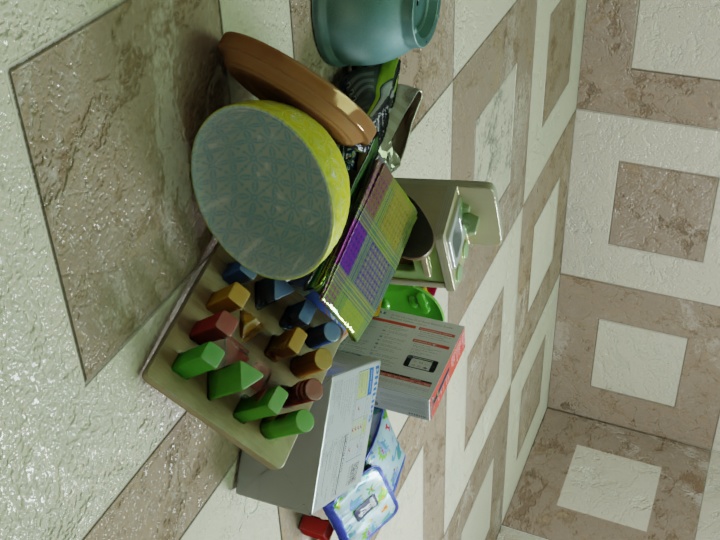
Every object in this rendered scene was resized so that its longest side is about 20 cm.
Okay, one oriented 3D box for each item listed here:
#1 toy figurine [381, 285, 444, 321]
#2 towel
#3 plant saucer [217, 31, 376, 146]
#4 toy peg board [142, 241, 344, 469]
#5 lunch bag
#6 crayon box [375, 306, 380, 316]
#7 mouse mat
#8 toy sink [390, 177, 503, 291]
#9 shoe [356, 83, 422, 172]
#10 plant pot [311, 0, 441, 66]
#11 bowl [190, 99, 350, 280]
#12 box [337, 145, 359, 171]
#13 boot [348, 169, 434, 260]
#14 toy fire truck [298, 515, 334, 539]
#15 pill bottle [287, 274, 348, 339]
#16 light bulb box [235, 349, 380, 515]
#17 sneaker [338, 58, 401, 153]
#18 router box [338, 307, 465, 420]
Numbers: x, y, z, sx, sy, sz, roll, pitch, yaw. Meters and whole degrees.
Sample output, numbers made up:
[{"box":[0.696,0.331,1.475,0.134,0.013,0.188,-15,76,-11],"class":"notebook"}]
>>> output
[{"box":[0.083,0.015,1.772,0.185,0.148,0.202,-70,148,-55],"class":"toy figurine"},{"box":[0.010,-0.026,1.213,0.202,0.023,0.144,-66,150,-18],"class":"towel"},{"box":[-0.073,-0.194,1.095,0.033,0.199,0.200,-58,158,-4],"class":"plant saucer"},{"box":[-0.109,0.088,1.137,0.199,0.097,0.201,39,58,-21],"class":"toy peg board"},{"box":[-0.007,0.346,1.656,0.171,0.126,0.202,68,35,-45],"class":"lunch bag"},{"box":[-0.014,0.009,1.563,0.200,0.057,0.121,10,93,-70],"class":"crayon box"},{"box":[-0.020,-0.067,1.193,0.202,0.007,0.161,-64,179,1],"class":"mouse mat"},{"box":[0.103,-0.052,1.483,0.131,0.197,0.113,72,30,-48],"class":"toy sink"},{"box":[0.042,-0.195,1.471,0.070,0.053,0.202,61,44,-60],"class":"shoe"},{"box":[0.034,-0.376,1.366,0.200,0.132,0.204,13,90,-71],"class":"plant pot"},{"box":[-0.082,-0.103,1.096,0.107,0.198,0.203,-38,137,-47],"class":"bowl"},{"box":[-0.011,-0.147,1.501,0.200,0.045,0.162,-31,130,-64],"class":"box"},{"box":[0.039,-0.065,1.353,0.073,0.200,0.076,-42,139,-9],"class":"boot"},{"box":[-0.072,0.513,1.708,0.201,0.048,0.143,65,39,-60],"class":"toy fire truck"},{"box":[-0.093,0.077,1.313,0.200,0.110,0.114,-32,131,-64],"class":"pill bottle"},{"box":[-0.071,0.223,1.436,0.200,0.123,0.202,-5,105,-70],"class":"light bulb box"},{"box":[0.003,-0.238,1.411,0.201,0.080,0.075,-72,168,-48],"class":"sneaker"},{"box":[0.053,0.145,1.618,0.180,0.197,0.049,-56,150,-45],"class":"router box"}]
